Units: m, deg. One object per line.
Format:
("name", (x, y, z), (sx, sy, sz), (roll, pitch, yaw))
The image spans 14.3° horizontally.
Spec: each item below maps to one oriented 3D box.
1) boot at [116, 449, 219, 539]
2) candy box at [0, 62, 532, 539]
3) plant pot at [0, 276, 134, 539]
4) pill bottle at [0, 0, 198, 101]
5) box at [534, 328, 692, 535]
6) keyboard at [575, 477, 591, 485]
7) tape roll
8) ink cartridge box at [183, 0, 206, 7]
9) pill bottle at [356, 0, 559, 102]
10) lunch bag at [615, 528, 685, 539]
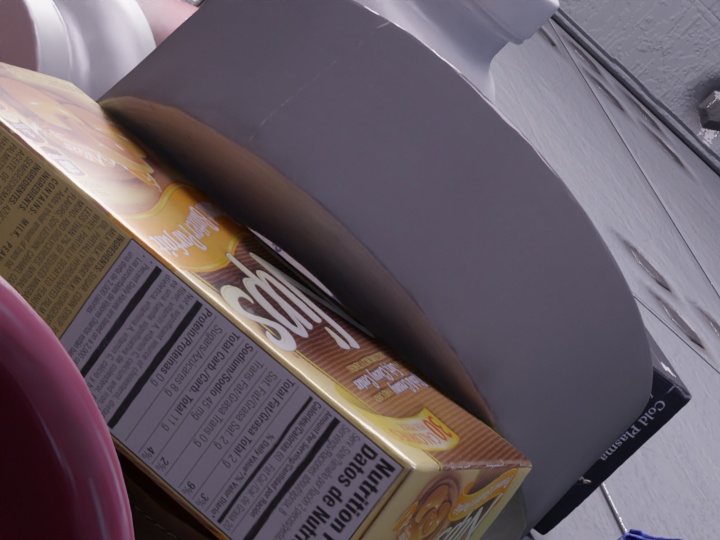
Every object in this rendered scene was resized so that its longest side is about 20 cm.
("boot", (-0.060, 0.082, 0.868), (0.200, 0.074, 0.155), (46, 8, -14))
("candy box", (-0.054, 0.016, 0.840), (0.200, 0.055, 0.115), (39, 10, 17))
("plant pot", (-0.161, 0.040, 0.419), (0.179, 0.200, 0.200), (35, 2, 41))
("pill bottle", (-0.108, -0.057, 1.058), (0.113, 0.113, 0.200), (50, 13, 19))
("box", (0.036, -0.001, 1.385), (0.182, 0.104, 0.200), (36, 16, -35))
("keyboard", (0.010, 0.065, 1.132), (0.127, 0.021, 0.200), (19, 5, 35))
("tape roll", (0.000, 0.000, 0.945), (0.200, 0.066, 0.200), (39, -21, 18))
("ink cartridge box", (-0.102, -0.107, 1.274), (0.039, 0.099, 0.200), (44, 11, -2))
("pill bottle", (-0.015, -0.070, 1.203), (0.112, 0.200, 0.112), (44, 12, -11))
("lunch bag", (0.144, 0.192, 1.156), (0.151, 0.094, 0.200), (59, 0, -7))
